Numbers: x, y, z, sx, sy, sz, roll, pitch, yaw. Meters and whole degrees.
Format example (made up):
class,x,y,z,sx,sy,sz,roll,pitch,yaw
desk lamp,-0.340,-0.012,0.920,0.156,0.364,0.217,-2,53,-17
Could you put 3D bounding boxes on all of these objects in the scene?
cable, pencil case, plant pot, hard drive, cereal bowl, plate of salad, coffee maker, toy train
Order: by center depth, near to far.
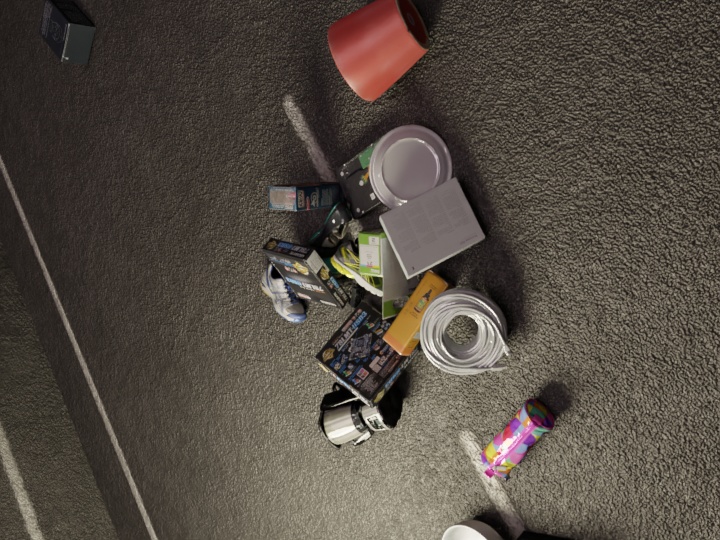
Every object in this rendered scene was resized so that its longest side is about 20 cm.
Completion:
class,x,y,z,sx,sy,sz,roll,pitch,yaw
pencil case,0.350,0.381,1.441,0.088,0.087,0.202,43,122,24
cable,0.232,0.136,1.449,0.195,0.069,0.205,-12,103,14
plant pot,0.050,-0.519,1.457,0.175,0.199,0.205,-25,83,30
plate of salad,0.117,-0.236,1.506,0.194,0.048,0.206,1,95,6
cereal bowl,0.292,0.693,1.542,0.197,0.082,0.206,15,111,44
hard drive,0.033,-0.235,1.614,0.198,0.037,0.143,-30,79,40
coffee maker,0.000,0.345,1.679,0.197,0.134,0.196,-25,50,26
toy train,0.000,0.000,1.683,0.034,0.045,0.206,21,113,39

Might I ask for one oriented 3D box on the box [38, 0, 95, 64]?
class,x,y,z,sx,sy,sz,roll,pitch,yaw
box,-1.087,-0.889,2.378,0.200,0.106,0.150,46,124,24

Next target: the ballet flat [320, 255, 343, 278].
class,x,y,z,sx,sy,sz,roll,pitch,yaw
ballet flat,-0.113,-0.008,1.770,0.197,0.070,0.073,22,112,34

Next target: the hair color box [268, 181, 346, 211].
class,x,y,z,sx,sy,sz,roll,pitch,yaw
hair color box,-0.133,-0.193,1.654,0.098,0.198,0.062,7,104,37

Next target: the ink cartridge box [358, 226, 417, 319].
class,x,y,z,sx,sy,sz,roll,pitch,yaw
ink cartridge box,0.069,0.001,1.556,0.074,0.146,0.206,7,103,40

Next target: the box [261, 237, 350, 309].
class,x,y,z,sx,sy,sz,roll,pitch,yaw
box,-0.147,0.009,1.718,0.197,0.050,0.200,14,146,45

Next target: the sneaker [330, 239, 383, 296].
class,x,y,z,sx,sy,sz,roll,pitch,yaw
sneaker,0.022,-0.005,1.612,0.197,0.075,0.086,28,108,-1

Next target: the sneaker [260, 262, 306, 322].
class,x,y,z,sx,sy,sz,roll,pitch,yaw
sneaker,-0.220,0.062,1.856,0.200,0.074,0.089,46,128,23

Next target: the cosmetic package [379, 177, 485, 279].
class,x,y,z,sx,sy,sz,roll,pitch,yaw
cosmetic package,0.160,-0.095,1.450,0.196,0.052,0.154,-26,81,-2

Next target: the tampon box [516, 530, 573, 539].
class,x,y,z,sx,sy,sz,roll,pitch,yaw
tampon box,0.415,0.714,1.422,0.147,0.125,0.206,-7,94,40

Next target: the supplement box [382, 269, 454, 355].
class,x,y,z,sx,sy,sz,roll,pitch,yaw
supplement box,0.139,0.102,1.530,0.066,0.068,0.202,38,100,27

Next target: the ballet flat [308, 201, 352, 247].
class,x,y,z,sx,sy,sz,roll,pitch,yaw
ballet flat,-0.078,-0.102,1.706,0.074,0.072,0.200,59,140,14

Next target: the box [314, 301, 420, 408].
class,x,y,z,sx,sy,sz,roll,pitch,yaw
box,0.018,0.207,1.616,0.196,0.201,0.050,31,159,30
